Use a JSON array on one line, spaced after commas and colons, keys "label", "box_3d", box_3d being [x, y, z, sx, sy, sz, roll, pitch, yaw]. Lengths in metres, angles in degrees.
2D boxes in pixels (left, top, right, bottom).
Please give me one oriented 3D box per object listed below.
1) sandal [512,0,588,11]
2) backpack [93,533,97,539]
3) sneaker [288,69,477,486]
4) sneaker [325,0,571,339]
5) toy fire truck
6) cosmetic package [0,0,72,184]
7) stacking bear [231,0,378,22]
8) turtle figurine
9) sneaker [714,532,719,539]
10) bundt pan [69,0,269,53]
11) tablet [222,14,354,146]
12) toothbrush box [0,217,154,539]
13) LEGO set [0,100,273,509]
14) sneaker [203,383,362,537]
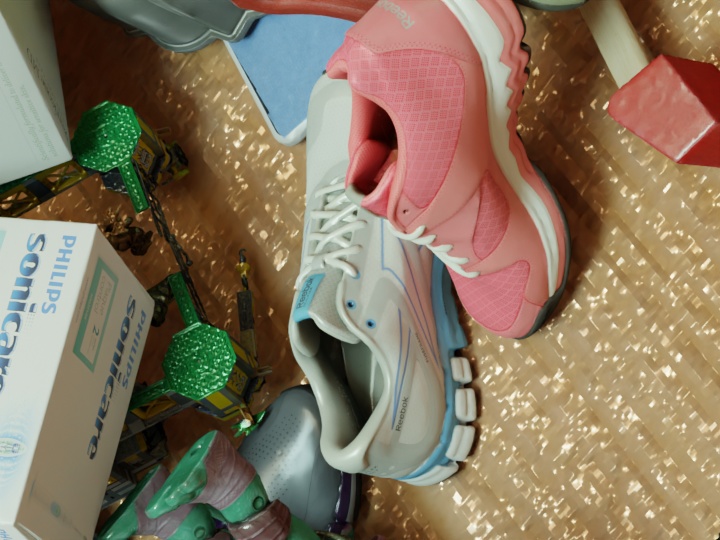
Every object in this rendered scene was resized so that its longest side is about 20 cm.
[{"label": "sandal", "box_3d": [0.076, -0.208, 0.930, 0.057, 0.079, 0.203, -168, 82, -80]}, {"label": "backpack", "box_3d": [-0.242, 0.173, 1.167, 0.182, 0.199, 0.148, -17, 80, 37]}, {"label": "sneaker", "box_3d": [0.000, 0.000, 1.053, 0.075, 0.086, 0.202, -17, 78, 37]}, {"label": "sneaker", "box_3d": [0.030, -0.040, 0.981, 0.074, 0.087, 0.201, 34, 150, 43]}, {"label": "toy fire truck", "box_3d": [0.125, -0.158, 0.979, 0.141, 0.049, 0.200, -51, 62, 25]}, {"label": "cosmetic package", "box_3d": [-0.208, -0.141, 1.141, 0.084, 0.108, 0.201, -19, 46, 2]}, {"label": "stacking bear", "box_3d": [0.012, -0.220, 1.017, 0.114, 0.120, 0.202, 154, 121, -61]}, {"label": "turtle figurine", "box_3d": [-0.021, 0.163, 1.043, 0.200, 0.101, 0.150, 43, 128, -8]}, {"label": "sneaker", "box_3d": [0.172, 0.122, 0.922, 0.090, 0.076, 0.202, 19, 100, 32]}, {"label": "bundt pan", "box_3d": [-0.099, -0.213, 1.125, 0.201, 0.075, 0.204, -6, 80, 39]}, {"label": "tablet", "box_3d": [0.000, -0.169, 1.099, 0.200, 0.014, 0.131, -41, 66, 29]}, {"label": "toothbrush box", "box_3d": [-0.212, 0.054, 1.053, 0.198, 0.085, 0.148, 6, 66, 19]}, {"label": "LEGO set", "box_3d": [-0.123, 0.025, 1.154, 0.153, 0.116, 0.201, -35, 66, 4]}, {"label": "sneaker", "box_3d": [-0.067, 0.149, 1.101, 0.074, 0.087, 0.201, 33, 109, 33]}]
